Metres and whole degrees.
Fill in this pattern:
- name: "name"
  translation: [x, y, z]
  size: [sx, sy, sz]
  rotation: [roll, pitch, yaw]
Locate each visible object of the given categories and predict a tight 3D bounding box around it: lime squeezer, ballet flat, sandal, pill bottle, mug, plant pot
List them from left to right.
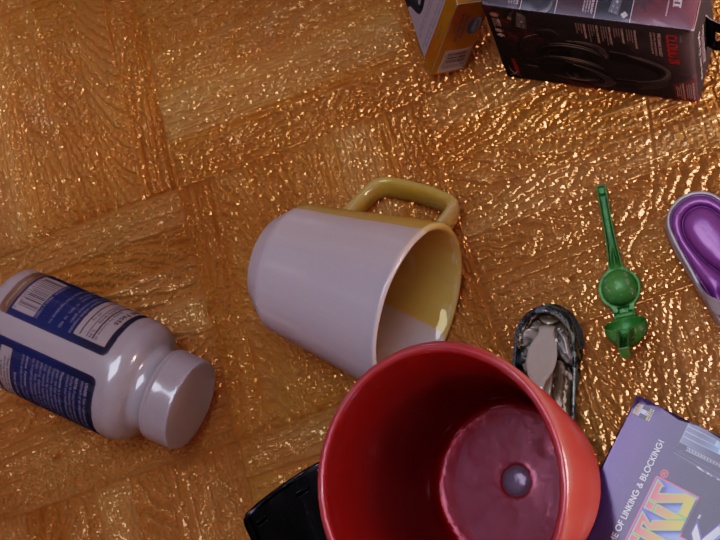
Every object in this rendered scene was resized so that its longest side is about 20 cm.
- name: "pill bottle"
  translation: [-0.233, 0.083, 1.347]
  size: [0.198, 0.111, 0.112]
  rotation: [21, 80, 20]
- name: "mug"
  translation: [-0.004, 0.009, 1.314]
  size: [0.152, 0.186, 0.151]
  rotation: [17, 111, 28]
- name: "plant pot"
  translation: [0.091, 0.161, 1.142]
  size: [0.198, 0.177, 0.203]
  rotation: [-4, 81, 25]
- name: "ballet flat"
  translation: [0.146, 0.123, 1.257]
  size: [0.073, 0.074, 0.203]
  rotation: [-1, 74, 15]
- name: "lime squeezer"
  translation: [0.213, 0.018, 1.275]
  size: [0.037, 0.071, 0.201]
  rotation: [-24, 38, 23]
- name: "sandal"
  translation: [0.322, 0.016, 1.252]
  size: [0.082, 0.050, 0.203]
  rotation: [-41, 68, 0]

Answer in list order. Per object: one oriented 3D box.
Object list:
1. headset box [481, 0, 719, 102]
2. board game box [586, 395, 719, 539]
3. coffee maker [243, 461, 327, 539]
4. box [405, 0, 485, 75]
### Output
- name: "headset box"
  translation: [0.216, -0.215, 1.297]
  size: [0.197, 0.149, 0.078]
  rotation: [12, 77, 17]
- name: "board game box"
  translation: [0.251, 0.227, 1.205]
  size: [0.164, 0.057, 0.202]
  rotation: [25, 81, 19]
- name: "coffee maker"
  translation: [-0.001, 0.251, 1.190]
  size: [0.134, 0.192, 0.202]
  rotation: [-29, 68, 5]
- name: "box"
  translation: [0.062, -0.295, 1.376]
  size: [0.041, 0.119, 0.202]
  rotation: [-10, 69, -14]
